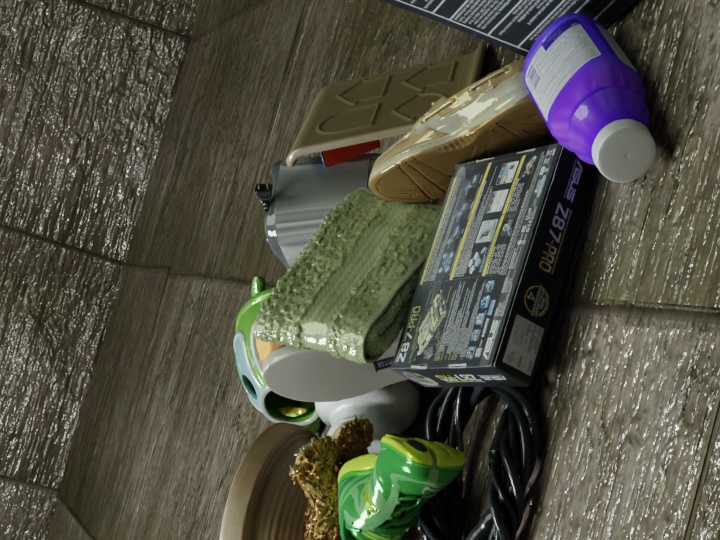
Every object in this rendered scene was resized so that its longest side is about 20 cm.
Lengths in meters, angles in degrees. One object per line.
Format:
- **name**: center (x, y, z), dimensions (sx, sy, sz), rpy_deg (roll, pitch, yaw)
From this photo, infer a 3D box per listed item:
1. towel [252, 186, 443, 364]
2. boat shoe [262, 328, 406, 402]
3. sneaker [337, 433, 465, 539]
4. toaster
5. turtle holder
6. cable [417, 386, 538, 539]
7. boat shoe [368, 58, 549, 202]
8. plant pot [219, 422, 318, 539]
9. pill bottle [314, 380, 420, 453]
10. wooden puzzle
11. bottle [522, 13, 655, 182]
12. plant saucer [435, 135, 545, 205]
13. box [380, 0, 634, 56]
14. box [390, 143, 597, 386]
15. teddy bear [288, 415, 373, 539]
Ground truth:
- **towel**: center (0.000, 0.000, 1.443), dimensions (0.147, 0.037, 0.200), rpy_deg (9, 49, 34)
- **boat shoe**: center (0.006, 0.058, 1.467), dimensions (0.093, 0.198, 0.075), rpy_deg (-96, -4, -49)
- **sneaker**: center (0.032, 0.187, 1.299), dimensions (0.200, 0.073, 0.084), rpy_deg (132, 148, -65)
- **toaster**: center (-0.016, -0.048, 1.617), dimensions (0.200, 0.128, 0.114), rpy_deg (62, -153, -52)
- **turtle holder**: center (-0.080, 0.106, 1.742), dimensions (0.186, 0.140, 0.133), rpy_deg (126, 154, -45)
- **cable**: center (0.094, 0.164, 1.304), dimensions (0.163, 0.050, 0.202), rpy_deg (162, 124, -69)
- **boat shoe**: center (0.092, -0.127, 1.432), dimensions (0.199, 0.074, 0.070), rpy_deg (-25, 50, 29)
- **plant pot**: center (-0.054, 0.255, 1.536), dimensions (0.201, 0.092, 0.203), rpy_deg (7, -90, -67)
- **pill bottle**: center (0.009, 0.093, 1.541), dimensions (0.104, 0.103, 0.201), rpy_deg (129, 152, -50)
- **wooden puzzle**: center (0.033, -0.159, 1.591), dimensions (0.186, 0.198, 0.047), rpy_deg (-72, -37, -62)
- **bottle**: center (0.187, -0.137, 1.264), dimensions (0.084, 0.065, 0.200), rpy_deg (-52, 24, 20)
- **plant saucer**: center (0.119, -0.096, 1.506), dimensions (0.200, 0.029, 0.202), rpy_deg (-162, 90, -73)
- **box**: center (0.139, -0.294, 1.340), dimensions (0.200, 0.197, 0.124), rpy_deg (139, 147, -59)
- **box**: center (0.110, -0.001, 1.333), dimensions (0.161, 0.049, 0.201), rpy_deg (-7, 61, 57)
- **teddy bear**: center (-0.014, 0.231, 1.428), dimensions (0.066, 0.145, 0.202), rpy_deg (9, 97, 32)
